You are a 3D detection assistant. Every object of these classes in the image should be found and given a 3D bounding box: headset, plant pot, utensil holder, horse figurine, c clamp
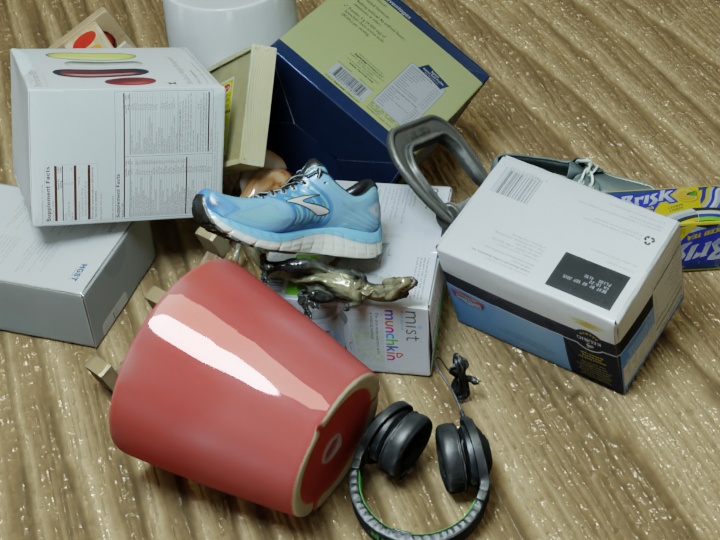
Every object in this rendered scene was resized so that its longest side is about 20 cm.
[{"bbox_3d":[0.064,0.165,1.170,0.123,0.094,0.201,13,58,13],"label":"headset"},{"bbox_3d":[-0.093,0.115,1.149,0.177,0.201,0.200,27,48,19],"label":"plant pot"},{"bbox_3d":[-0.152,-0.267,1.586,0.169,0.201,0.170,-2,40,2],"label":"utensil holder"},{"bbox_3d":[-0.114,-0.081,1.411,0.050,0.133,0.200,26,22,-12],"label":"horse figurine"},{"bbox_3d":[0.105,-0.091,1.350,0.171,0.027,0.200,60,30,7],"label":"c clamp"}]

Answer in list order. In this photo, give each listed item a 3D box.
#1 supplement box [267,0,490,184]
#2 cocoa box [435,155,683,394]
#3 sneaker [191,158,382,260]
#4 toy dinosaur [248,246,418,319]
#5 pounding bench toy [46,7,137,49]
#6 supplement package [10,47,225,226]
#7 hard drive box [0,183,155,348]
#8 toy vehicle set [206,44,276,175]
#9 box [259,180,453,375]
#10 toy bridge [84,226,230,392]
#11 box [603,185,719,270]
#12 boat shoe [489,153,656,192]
[{"bbox_3d":[0.002,-0.197,1.480,0.200,0.134,0.200,41,50,2],"label":"supplement box"},{"bbox_3d":[0.197,0.004,1.267,0.200,0.131,0.134,24,64,29],"label":"cocoa box"},{"bbox_3d":[-0.067,-0.064,1.222,0.199,0.090,0.078,4,8,-34],"label":"sneaker"},{"bbox_3d":[-0.048,0.008,1.218,0.199,0.048,0.088,16,15,28],"label":"toy dinosaur"},{"bbox_3d":[-0.338,-0.192,1.564,0.200,0.124,0.156,-38,44,-1],"label":"pounding bench toy"},{"bbox_3d":[-0.265,-0.150,1.394,0.199,0.148,0.191,-4,23,-20],"label":"supplement package"},{"bbox_3d":[-0.345,-0.010,1.391,0.199,0.077,0.156,9,42,16],"label":"hard drive box"},{"bbox_3d":[-0.139,-0.169,1.412,0.026,0.125,0.200,7,-1,-21],"label":"toy vehicle set"},{"bbox_3d":[0.000,0.000,1.334,0.176,0.097,0.200,4,40,8],"label":"box"},{"bbox_3d":[-0.195,0.042,1.315,0.027,0.067,0.200,24,66,31],"label":"toy bridge"},{"bbox_3d":[0.318,-0.043,1.379,0.199,0.070,0.064,-3,42,1],"label":"box"},{"bbox_3d":[0.240,-0.094,1.452,0.199,0.062,0.073,7,41,13],"label":"boat shoe"}]
